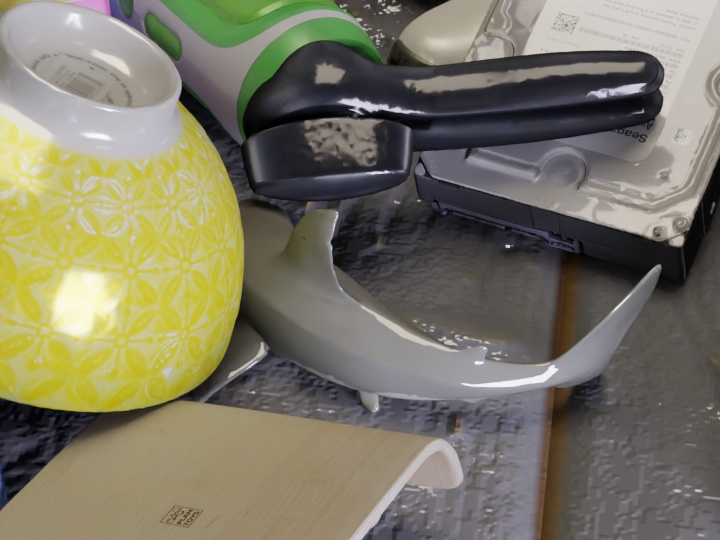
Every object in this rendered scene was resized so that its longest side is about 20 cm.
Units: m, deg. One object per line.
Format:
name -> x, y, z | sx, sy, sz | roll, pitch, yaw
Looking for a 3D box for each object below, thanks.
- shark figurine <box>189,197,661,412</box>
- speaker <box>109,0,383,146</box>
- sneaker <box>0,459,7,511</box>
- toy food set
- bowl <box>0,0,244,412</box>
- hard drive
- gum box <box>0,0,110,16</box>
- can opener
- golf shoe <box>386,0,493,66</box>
shark figurine -> 0.009, 0.012, 1.183 | 0.214, 0.090, 0.128 | 18, 38, 23
speaker -> -0.070, -0.129, 1.381 | 0.088, 0.089, 0.200 | -17, 39, -28
sneaker -> -0.206, 0.036, 1.138 | 0.078, 0.070, 0.200 | -19, 46, -14
toy food set -> -0.065, 0.119, 1.053 | 0.143, 0.061, 0.200 | 7, 31, 26
bowl -> -0.129, -0.045, 1.129 | 0.200, 0.108, 0.200 | 19, 30, -12
hard drive -> 0.126, -0.101, 1.327 | 0.140, 0.038, 0.200 | 17, 64, 19
gum box -> -0.212, -0.076, 1.249 | 0.200, 0.114, 0.066 | -12, 11, -22
can opener -> 0.042, -0.073, 1.271 | 0.200, 0.063, 0.079 | -7, 75, -4
golf shoe -> 0.099, -0.148, 1.425 | 0.200, 0.088, 0.077 | -21, 43, -29
